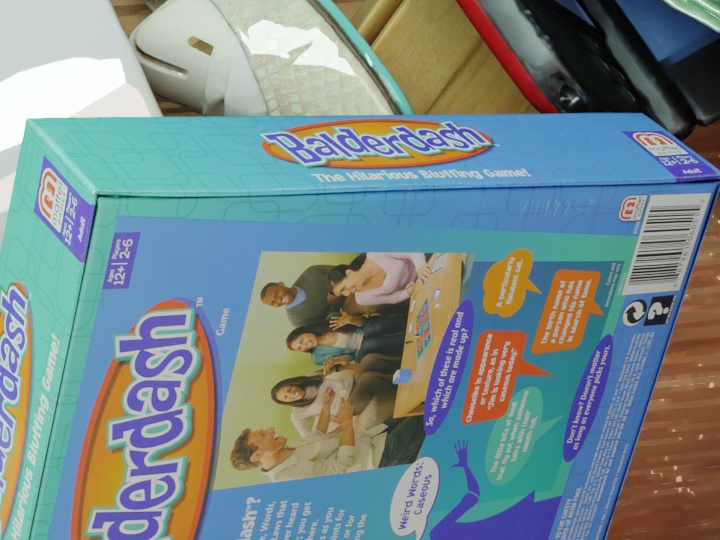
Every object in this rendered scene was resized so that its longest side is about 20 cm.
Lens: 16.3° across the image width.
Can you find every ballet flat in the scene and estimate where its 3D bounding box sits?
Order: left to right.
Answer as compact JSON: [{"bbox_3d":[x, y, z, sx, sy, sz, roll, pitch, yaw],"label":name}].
[{"bbox_3d":[-0.061,-0.089,0.790,0.062,0.068,0.200,-33,68,-18],"label":"ballet flat"}]

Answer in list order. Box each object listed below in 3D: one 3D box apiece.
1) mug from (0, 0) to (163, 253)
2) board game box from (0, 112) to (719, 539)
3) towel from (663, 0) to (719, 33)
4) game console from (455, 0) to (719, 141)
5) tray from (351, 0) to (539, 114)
[{"bbox_3d":[-0.126,0.004,0.709,0.152,0.150,0.187,-23,62,-11],"label":"mug"},{"bbox_3d":[-0.008,0.034,0.686,0.199,0.045,0.153,-2,120,-34],"label":"board game box"},{"bbox_3d":[0.099,-0.147,0.755,0.152,0.023,0.200,35,41,19],"label":"towel"},{"bbox_3d":[0.070,-0.147,0.795,0.118,0.172,0.201,-38,74,13],"label":"game console"},{"bbox_3d":[0.000,0.000,0.829,0.098,0.037,0.201,37,78,-8],"label":"tray"}]
